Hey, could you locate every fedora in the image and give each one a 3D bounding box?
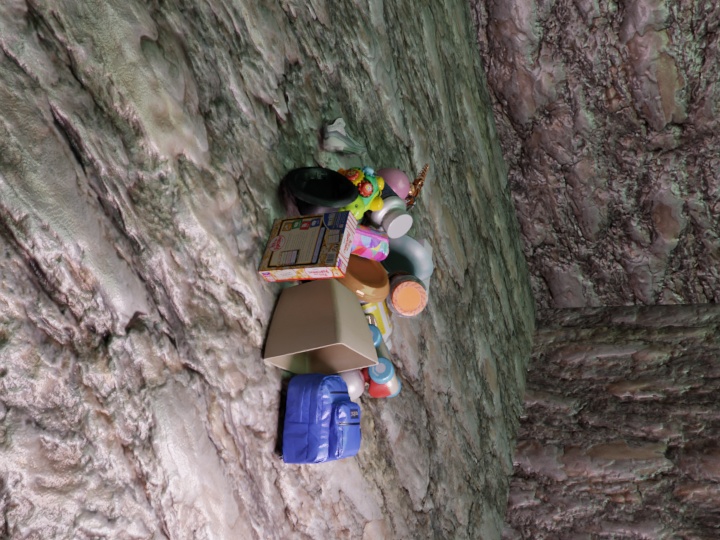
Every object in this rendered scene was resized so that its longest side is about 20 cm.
[{"bbox_3d":[-0.101,-0.177,1.539,0.201,0.200,0.092,-48,159,-55],"label":"fedora"}]

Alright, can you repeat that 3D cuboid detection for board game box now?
[{"bbox_3d":[-0.117,-0.054,1.402,0.046,0.199,0.152,54,41,-48],"label":"board game box"}]

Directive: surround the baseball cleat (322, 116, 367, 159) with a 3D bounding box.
[{"bbox_3d":[-0.039,-0.372,1.752,0.200,0.070,0.107,-6,92,-65],"label":"baseball cleat"}]

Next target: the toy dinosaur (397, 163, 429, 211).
[{"bbox_3d":[0.147,-0.262,2.030,0.200,0.136,0.102,-37,150,-11],"label":"toy dinosaur"}]

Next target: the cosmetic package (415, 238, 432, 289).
[{"bbox_3d":[0.170,0.000,2.080,0.081,0.113,0.201,39,51,-56],"label":"cosmetic package"}]

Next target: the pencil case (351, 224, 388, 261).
[{"bbox_3d":[-0.015,-0.085,1.659,0.200,0.088,0.089,16,71,-34],"label":"pencil case"}]

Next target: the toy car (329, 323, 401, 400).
[{"bbox_3d":[-0.017,0.254,1.578,0.184,0.200,0.177,68,2,-65],"label":"toy car"}]

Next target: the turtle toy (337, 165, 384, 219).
[{"bbox_3d":[-0.015,-0.204,1.655,0.101,0.145,0.200,73,16,-50],"label":"turtle toy"}]

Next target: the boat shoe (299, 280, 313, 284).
[{"bbox_3d":[-0.121,0.014,1.554,0.075,0.075,0.202,-47,147,-10],"label":"boat shoe"}]

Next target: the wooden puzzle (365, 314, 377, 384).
[{"bbox_3d":[-0.029,0.234,1.674,0.200,0.046,0.186,-24,110,-36],"label":"wooden puzzle"}]

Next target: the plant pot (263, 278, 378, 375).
[{"bbox_3d":[-0.092,0.129,1.458,0.200,0.199,0.178,38,42,-57],"label":"plant pot"}]

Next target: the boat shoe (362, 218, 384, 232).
[{"bbox_3d":[0.024,-0.100,1.841,0.072,0.076,0.200,49,42,-46],"label":"boat shoe"}]

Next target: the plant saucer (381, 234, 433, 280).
[{"bbox_3d":[0.123,-0.028,1.898,0.039,0.201,0.201,-55,136,-34],"label":"plant saucer"}]

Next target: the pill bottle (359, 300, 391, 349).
[{"bbox_3d":[0.026,0.138,1.767,0.111,0.111,0.200,-52,131,-53],"label":"pill bottle"}]

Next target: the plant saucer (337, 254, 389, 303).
[{"bbox_3d":[0.000,0.000,1.681,0.200,0.037,0.200,27,34,-20],"label":"plant saucer"}]

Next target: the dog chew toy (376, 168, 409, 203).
[{"bbox_3d":[0.089,-0.212,1.937,0.124,0.124,0.201,3,89,-64],"label":"dog chew toy"}]

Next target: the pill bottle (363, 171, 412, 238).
[{"bbox_3d":[0.058,-0.183,1.766,0.200,0.111,0.111,52,5,35],"label":"pill bottle"}]

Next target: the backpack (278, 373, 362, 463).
[{"bbox_3d":[-0.085,0.340,1.458,0.162,0.167,0.201,30,56,-67],"label":"backpack"}]

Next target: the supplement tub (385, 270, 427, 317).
[{"bbox_3d":[0.123,0.067,1.796,0.200,0.122,0.123,-138,-139,-81],"label":"supplement tub"}]

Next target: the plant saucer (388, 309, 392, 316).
[{"bbox_3d":[0.063,0.081,1.936,0.200,0.035,0.201,14,74,-63],"label":"plant saucer"}]
